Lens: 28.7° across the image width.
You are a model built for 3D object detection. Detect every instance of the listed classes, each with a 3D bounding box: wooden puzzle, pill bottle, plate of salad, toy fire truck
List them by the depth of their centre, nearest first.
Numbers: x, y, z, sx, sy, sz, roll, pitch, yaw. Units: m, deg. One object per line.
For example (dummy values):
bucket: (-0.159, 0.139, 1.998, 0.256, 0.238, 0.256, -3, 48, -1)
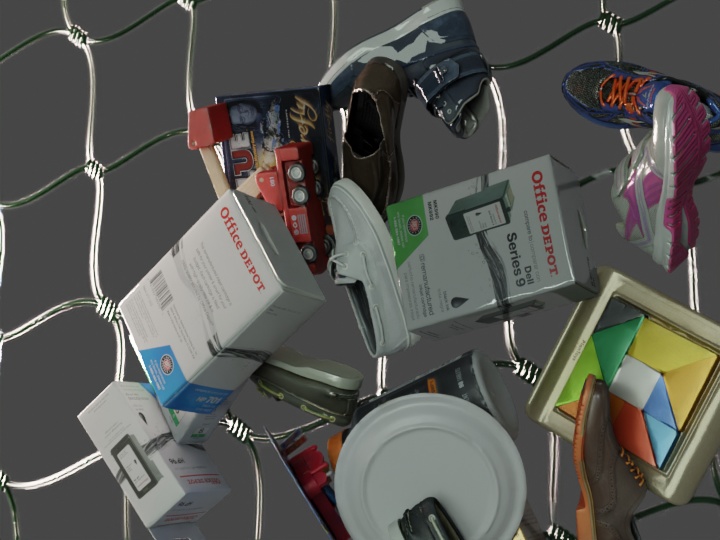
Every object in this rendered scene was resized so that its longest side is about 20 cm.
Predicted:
plate of salad: (0.072, 0.220, 1.445, 0.197, 0.048, 0.203, 1, 103, 5)
wooden puzzle: (0.292, 0.117, 1.467, 0.198, 0.037, 0.187, 29, 94, 23)
pill bottle: (0.063, 0.173, 1.517, 0.198, 0.106, 0.107, -28, 74, 17)
toy fire truck: (-0.114, -0.090, 1.587, 0.139, 0.049, 0.203, -4, 101, 23)

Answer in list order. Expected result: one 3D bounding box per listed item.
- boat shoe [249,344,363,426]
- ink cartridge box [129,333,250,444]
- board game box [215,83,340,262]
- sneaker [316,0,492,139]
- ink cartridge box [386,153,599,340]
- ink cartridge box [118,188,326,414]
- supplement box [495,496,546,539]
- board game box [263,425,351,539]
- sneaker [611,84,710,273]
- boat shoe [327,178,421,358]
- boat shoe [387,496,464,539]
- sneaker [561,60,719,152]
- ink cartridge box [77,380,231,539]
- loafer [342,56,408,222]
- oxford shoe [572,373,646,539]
boat shoe: (-0.088, 0.122, 1.603, 0.200, 0.072, 0.061, 16, 103, 31)
ink cartridge box: (-0.181, 0.073, 1.607, 0.201, 0.050, 0.162, -55, 50, 35)
board game box: (-0.090, -0.106, 1.620, 0.134, 0.035, 0.203, -2, 101, 23)
sneaker: (0.053, -0.197, 1.583, 0.201, 0.077, 0.148, -30, 72, 17)
ink cartridge box: (0.141, -0.023, 1.511, 0.198, 0.084, 0.148, -17, 73, 24)
ink cartridge box: (-0.153, 0.036, 1.524, 0.200, 0.085, 0.147, -42, 57, 20)
supplement box: (0.135, 0.313, 1.487, 0.125, 0.073, 0.202, -31, 73, 17)
board game box: (-0.038, 0.238, 1.511, 0.039, 0.200, 0.159, -32, 67, -4)
sneaker: (0.297, -0.097, 1.434, 0.087, 0.081, 0.203, 22, 127, 32)
boat shoe: (0.000, 0.000, 1.561, 0.068, 0.072, 0.203, -23, 96, -25)
boat shoe: (0.109, 0.317, 1.400, 0.060, 0.076, 0.201, -38, 95, 12)
sneaker: (0.304, -0.182, 1.477, 0.198, 0.078, 0.076, 15, 88, 23)
ink cartridge box: (-0.226, 0.228, 1.623, 0.068, 0.116, 0.201, -41, 71, 14)
loafer: (0.004, -0.135, 1.559, 0.072, 0.071, 0.203, 18, 125, 26)
oxford shoe: (0.256, 0.199, 1.435, 0.072, 0.071, 0.203, -1, 112, 16)
